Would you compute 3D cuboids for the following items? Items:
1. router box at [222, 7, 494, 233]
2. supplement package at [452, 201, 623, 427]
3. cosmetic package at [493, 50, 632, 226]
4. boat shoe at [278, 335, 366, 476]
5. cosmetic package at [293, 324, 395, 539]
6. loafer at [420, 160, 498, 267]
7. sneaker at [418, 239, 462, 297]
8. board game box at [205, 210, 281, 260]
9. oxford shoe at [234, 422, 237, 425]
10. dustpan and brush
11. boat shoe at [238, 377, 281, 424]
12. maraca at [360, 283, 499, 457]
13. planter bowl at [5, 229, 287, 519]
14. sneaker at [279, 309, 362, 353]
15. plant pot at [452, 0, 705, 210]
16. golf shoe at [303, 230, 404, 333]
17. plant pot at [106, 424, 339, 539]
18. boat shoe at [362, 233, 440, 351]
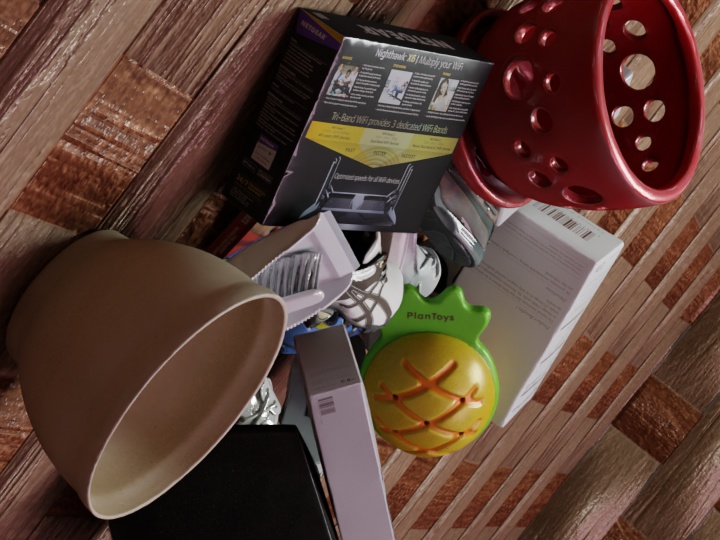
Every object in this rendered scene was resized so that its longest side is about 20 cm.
[{"bbox_3d":[0.001,-0.111,1.461,0.199,0.052,0.158,2,118,-52],"label":"router box"},{"bbox_3d":[0.156,0.033,1.877,0.201,0.116,0.117,-61,168,21],"label":"supplement package"},{"bbox_3d":[0.162,-0.145,1.806,0.200,0.101,0.074,-41,160,-26],"label":"cosmetic package"},{"bbox_3d":[-0.047,0.134,1.817,0.201,0.070,0.064,-69,177,-47],"label":"boat shoe"},{"bbox_3d":[-0.012,0.152,1.619,0.050,0.083,0.202,-15,128,-5],"label":"cosmetic package"},{"bbox_3d":[0.067,-0.084,1.688,0.063,0.071,0.200,-55,138,-19],"label":"loafer"},{"bbox_3d":[0.033,0.068,1.947,0.129,0.079,0.200,-27,150,-49],"label":"sneaker"},{"bbox_3d":[-0.045,-0.042,1.591,0.103,0.019,0.200,-47,161,17],"label":"board game box"},{"bbox_3d":[-0.147,0.085,1.568,0.072,0.071,0.201,-39,149,-22],"label":"oxford shoe"},{"bbox_3d":[-0.096,0.034,1.458,0.198,0.058,0.140,-21,158,4],"label":"dustpan and brush"},{"bbox_3d":[-0.103,0.125,1.737,0.071,0.069,0.201,-43,160,-17],"label":"boat shoe"},{"bbox_3d":[0.065,0.096,1.793,0.107,0.135,0.202,-89,179,-54],"label":"maraca"},{"bbox_3d":[-0.167,0.056,1.341,0.200,0.134,0.201,-45,162,-19],"label":"planter bowl"},{"bbox_3d":[-0.049,0.041,1.740,0.078,0.066,0.200,-28,173,14],"label":"sneaker"},{"bbox_3d":[0.177,-0.151,1.630,0.200,0.181,0.203,6,82,-55],"label":"plant pot"},{"bbox_3d":[0.000,0.000,1.622,0.094,0.078,0.199,-45,162,22],"label":"golf shoe"},{"bbox_3d":[-0.110,0.238,1.636,0.176,0.202,0.200,-19,159,-1],"label":"plant pot"},{"bbox_3d":[0.042,0.006,1.797,0.068,0.072,0.201,-5,134,-11],"label":"boat shoe"}]
